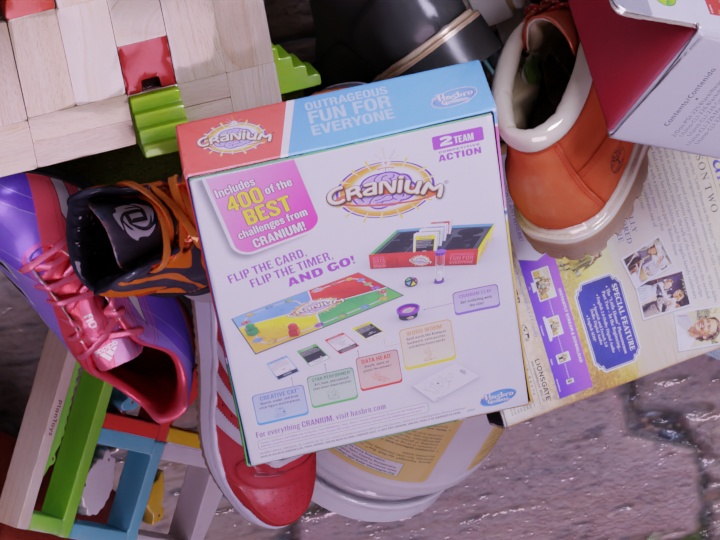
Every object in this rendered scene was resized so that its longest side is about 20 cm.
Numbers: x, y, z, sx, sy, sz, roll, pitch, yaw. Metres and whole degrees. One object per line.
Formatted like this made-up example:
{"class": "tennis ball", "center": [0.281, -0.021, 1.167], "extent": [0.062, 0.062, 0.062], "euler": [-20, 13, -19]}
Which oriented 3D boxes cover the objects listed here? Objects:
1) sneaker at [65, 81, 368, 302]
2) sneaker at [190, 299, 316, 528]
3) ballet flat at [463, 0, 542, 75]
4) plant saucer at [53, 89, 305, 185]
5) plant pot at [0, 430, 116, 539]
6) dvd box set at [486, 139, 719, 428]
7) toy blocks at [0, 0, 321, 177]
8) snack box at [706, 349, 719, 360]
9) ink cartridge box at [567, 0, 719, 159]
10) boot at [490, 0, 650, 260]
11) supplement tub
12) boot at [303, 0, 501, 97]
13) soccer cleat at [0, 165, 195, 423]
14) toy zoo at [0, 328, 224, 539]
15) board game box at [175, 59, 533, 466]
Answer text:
{"class": "sneaker", "center": [-0.072, -0.029, 1.469], "extent": [0.112, 0.078, 0.200], "euler": [-8, 159, -45]}
{"class": "sneaker", "center": [-0.031, 0.067, 1.588], "extent": [0.071, 0.112, 0.201], "euler": [-31, 126, -35]}
{"class": "ballet flat", "center": [0.074, -0.144, 1.517], "extent": [0.067, 0.071, 0.200], "euler": [-28, 141, 13]}
{"class": "plant saucer", "center": [-0.142, -0.058, 1.579], "extent": [0.199, 0.048, 0.200], "euler": [-33, 140, 24]}
{"class": "plant pot", "center": [-0.248, 0.170, 1.740], "extent": [0.200, 0.201, 0.195], "euler": [-33, 148, 24]}
{"class": "dvd box set", "center": [0.141, -0.017, 1.575], "extent": [0.199, 0.147, 0.029], "euler": [-20, -172, -16]}
{"class": "toy blocks", "center": [-0.126, -0.132, 1.427], "extent": [0.199, 0.100, 0.137], "euler": [-14, 112, -10]}
{"class": "snack box", "center": [0.273, 0.018, 1.824], "extent": [0.200, 0.037, 0.116], "euler": [22, 130, -38]}
{"class": "ink cartridge box", "center": [0.150, -0.158, 1.413], "extent": [0.175, 0.201, 0.084], "euler": [9, 139, -29]}
{"class": "boot", "center": [0.119, -0.117, 1.465], "extent": [0.075, 0.201, 0.107], "euler": [6, 150, 26]}
{"class": "supplement tub", "center": [0.031, 0.038, 1.680], "extent": [0.145, 0.146, 0.200], "euler": [4, 140, -23]}
{"class": "boot", "center": [-0.008, -0.148, 1.494], "extent": [0.077, 0.139, 0.200], "euler": [-37, -173, -21]}
{"class": "soccer cleat", "center": [-0.146, 0.011, 1.564], "extent": [0.068, 0.073, 0.200], "euler": [-24, 142, 16]}
{"class": "toy zoo", "center": [-0.126, 0.098, 1.716], "extent": [0.020, 0.132, 0.200], "euler": [15, 179, 35]}
{"class": "board game box", "center": [0.000, 0.000, 1.443], "extent": [0.152, 0.040, 0.201], "euler": [-12, 132, -3]}
